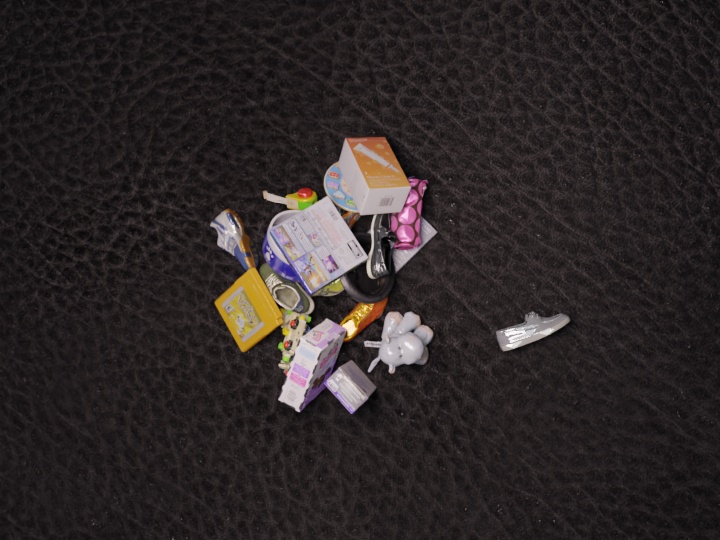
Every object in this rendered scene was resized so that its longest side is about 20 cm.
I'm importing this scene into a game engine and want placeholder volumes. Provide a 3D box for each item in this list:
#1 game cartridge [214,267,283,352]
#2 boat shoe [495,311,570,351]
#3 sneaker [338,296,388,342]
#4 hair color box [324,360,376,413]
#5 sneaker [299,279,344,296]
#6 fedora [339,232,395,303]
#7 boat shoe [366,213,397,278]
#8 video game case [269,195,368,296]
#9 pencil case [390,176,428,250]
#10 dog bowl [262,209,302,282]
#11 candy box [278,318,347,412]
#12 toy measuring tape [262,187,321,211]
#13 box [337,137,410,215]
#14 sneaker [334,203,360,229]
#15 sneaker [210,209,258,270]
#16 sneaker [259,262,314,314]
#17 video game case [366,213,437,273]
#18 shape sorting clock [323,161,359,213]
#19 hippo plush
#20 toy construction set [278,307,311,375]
[{"bbox_3d":[-0.317,0.114,1.733,0.200,0.032,0.177,-38,80,39],"label":"game cartridge"},{"bbox_3d":[0.461,0.150,1.654,0.200,0.070,0.072,-24,86,8],"label":"boat shoe"},{"bbox_3d":[0.007,0.126,1.716,0.073,0.077,0.200,39,90,10],"label":"sneaker"},{"bbox_3d":[-0.024,0.308,1.644,0.065,0.200,0.109,-44,82,2],"label":"hair color box"},{"bbox_3d":[-0.118,0.042,1.739,0.199,0.076,0.076,-19,82,6],"label":"sneaker"},{"bbox_3d":[0.000,0.000,1.693,0.200,0.092,0.202,9,70,-27],"label":"fedora"},{"bbox_3d":[0.066,-0.076,1.644,0.066,0.074,0.200,-3,64,32],"label":"boat shoe"},{"bbox_3d":[-0.109,-0.064,1.595,0.181,0.045,0.200,-31,83,-16],"label":"video game case"},{"bbox_3d":[0.133,-0.156,1.695,0.093,0.091,0.201,5,89,11],"label":"pencil case"},{"bbox_3d":[-0.167,-0.068,1.693,0.200,0.200,0.079,40,134,8],"label":"dog bowl"},{"bbox_3d":[-0.126,0.251,1.646,0.071,0.168,0.201,26,112,15],"label":"candy box"},{"bbox_3d":[-0.188,-0.211,1.781,0.199,0.073,0.074,17,88,28],"label":"toy measuring tape"},{"bbox_3d":[0.034,-0.257,1.650,0.124,0.098,0.201,-7,53,-23],"label":"box"},{"bbox_3d":[-0.062,-0.141,1.716,0.077,0.079,0.200,16,45,21],"label":"sneaker"},{"bbox_3d":[-0.368,-0.076,1.793,0.088,0.075,0.201,-31,76,16],"label":"sneaker"},{"bbox_3d":[-0.215,0.045,1.669,0.200,0.090,0.067,42,102,19],"label":"sneaker"},{"bbox_3d":[0.099,-0.089,1.747,0.200,0.019,0.143,-44,82,2],"label":"video game case"},{"bbox_3d":[-0.003,-0.242,1.720,0.199,0.039,0.201,6,57,-9],"label":"shape sorting clock"},{"bbox_3d":[0.098,0.190,1.655,0.199,0.161,0.160,-9,85,7],"label":"hippo plush"},{"bbox_3d":[-0.194,0.190,1.701,0.092,0.131,0.201,13,69,-32],"label":"toy construction set"}]
